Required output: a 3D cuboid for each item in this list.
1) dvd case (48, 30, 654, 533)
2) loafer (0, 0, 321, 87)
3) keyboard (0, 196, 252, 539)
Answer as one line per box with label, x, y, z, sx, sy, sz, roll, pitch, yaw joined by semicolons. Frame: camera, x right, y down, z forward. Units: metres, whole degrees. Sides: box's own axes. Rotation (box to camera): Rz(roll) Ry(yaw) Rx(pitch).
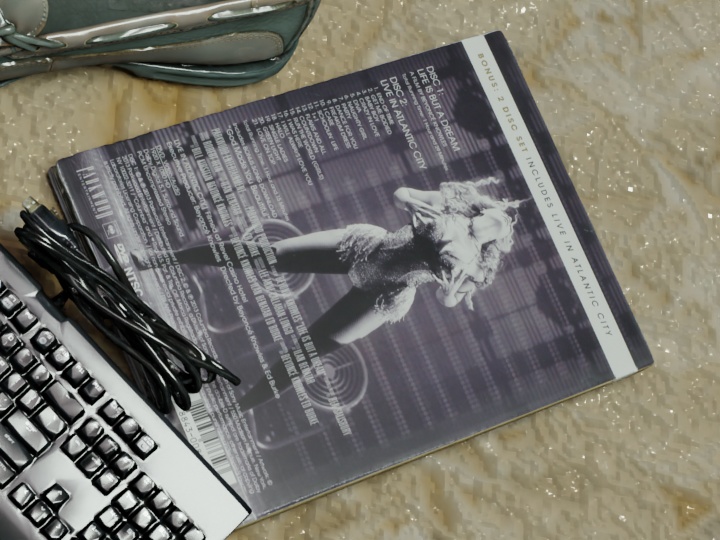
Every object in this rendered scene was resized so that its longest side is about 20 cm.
dvd case;0.000;0.000;0.888;0.200;0.016;0.149;-19;79;-27
loafer;-0.108;-0.106;0.852;0.200;0.063;0.072;-2;72;-25
keyboard;-0.118;0.023;0.804;0.200;0.040;0.104;46;68;0
